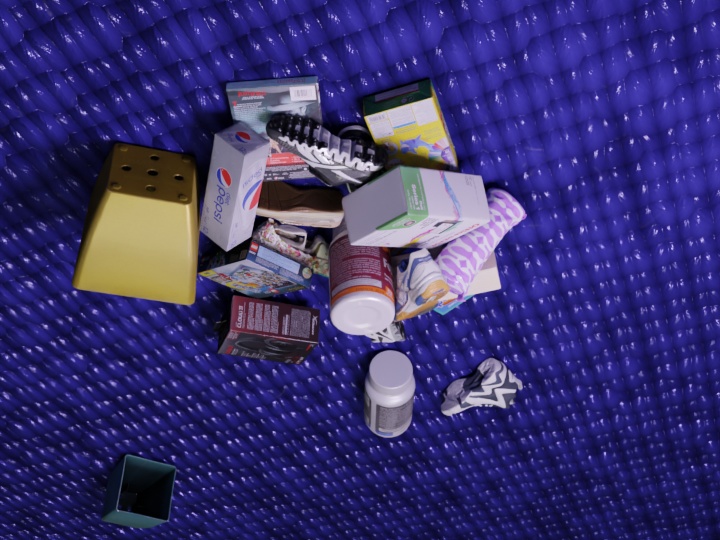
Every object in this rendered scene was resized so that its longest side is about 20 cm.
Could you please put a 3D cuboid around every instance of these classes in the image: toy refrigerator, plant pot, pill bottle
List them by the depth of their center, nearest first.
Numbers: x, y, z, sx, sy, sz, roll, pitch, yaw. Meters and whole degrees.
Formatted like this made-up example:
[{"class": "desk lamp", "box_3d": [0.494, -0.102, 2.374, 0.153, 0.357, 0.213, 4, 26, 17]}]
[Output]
[{"class": "plant pot", "box_3d": [-0.351, -0.088, 1.497, 0.196, 0.202, 0.178, 9, 130, -14]}, {"class": "pill bottle", "box_3d": [0.000, 0.000, 1.608, 0.112, 0.203, 0.115, -2, 143, -1]}, {"class": "toy refrigerator", "box_3d": [0.149, 0.007, 1.656, 0.196, 0.077, 0.070, -13, 139, 10]}, {"class": "pill bottle", "box_3d": [0.064, 0.271, 2.020, 0.111, 0.115, 0.202, -1, 142, -2]}, {"class": "plant pot", "box_3d": [-0.586, 0.584, 2.353, 0.140, 0.143, 0.199, 21, 143, -27]}]

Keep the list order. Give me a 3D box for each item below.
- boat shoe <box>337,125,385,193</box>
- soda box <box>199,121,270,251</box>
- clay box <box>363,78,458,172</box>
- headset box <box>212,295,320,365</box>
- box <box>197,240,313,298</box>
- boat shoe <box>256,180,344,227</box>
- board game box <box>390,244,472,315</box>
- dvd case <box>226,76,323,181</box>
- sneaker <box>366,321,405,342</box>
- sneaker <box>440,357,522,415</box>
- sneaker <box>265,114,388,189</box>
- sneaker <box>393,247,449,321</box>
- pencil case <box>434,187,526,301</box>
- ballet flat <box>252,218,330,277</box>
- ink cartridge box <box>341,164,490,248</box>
[{"class": "boat shoe", "box_3d": [0.012, -0.155, 1.529, 0.074, 0.061, 0.201, -14, 140, 15]}, {"class": "soda box", "box_3d": [-0.203, -0.132, 1.468, 0.068, 0.063, 0.202, 35, 134, 19]}, {"class": "clay box", "box_3d": [0.087, -0.207, 1.480, 0.113, 0.048, 0.201, -13, 142, 12]}, {"class": "headset box", "box_3d": [-0.193, 0.120, 1.820, 0.196, 0.079, 0.149, 9, 155, -17]}, {"class": "box", "box_3d": [-0.194, 0.002, 1.665, 0.135, 0.038, 0.199, 25, 160, -31]}, {"class": "boat shoe", "box_3d": [-0.123, -0.107, 1.575, 0.196, 0.073, 0.065, 4, 143, -14]}, {"class": "board game box", "box_3d": [0.141, -0.003, 1.739, 0.198, 0.046, 0.151, 28, 132, -33]}, {"class": "dvd case", "box_3d": [-0.129, -0.222, 1.470, 0.143, 0.022, 0.202, -4, 142, 2]}, {"class": "sneaker", "box_3d": [0.024, 0.089, 1.823, 0.087, 0.075, 0.201, -14, 140, 11]}, {"class": "sneaker", "box_3d": [0.284, 0.286, 2.078, 0.129, 0.080, 0.199, 30, 121, -23]}, {"class": "sneaker", "box_3d": [-0.060, -0.177, 1.442, 0.197, 0.067, 0.091, 17, 133, -10]}, {"class": "sneaker", "box_3d": [0.094, 0.025, 1.570, 0.074, 0.089, 0.200, -17, 165, -23]}, {"class": "pencil case", "box_3d": [0.201, -0.046, 1.575, 0.085, 0.201, 0.084, 39, 169, -11]}, {"class": "ballet flat", "box_3d": [-0.102, -0.040, 1.661, 0.198, 0.076, 0.064, 19, 120, -30]}, {"class": "ink cartridge box", "box_3d": [0.092, -0.098, 1.486, 0.198, 0.085, 0.144, 1, 161, -42]}]
